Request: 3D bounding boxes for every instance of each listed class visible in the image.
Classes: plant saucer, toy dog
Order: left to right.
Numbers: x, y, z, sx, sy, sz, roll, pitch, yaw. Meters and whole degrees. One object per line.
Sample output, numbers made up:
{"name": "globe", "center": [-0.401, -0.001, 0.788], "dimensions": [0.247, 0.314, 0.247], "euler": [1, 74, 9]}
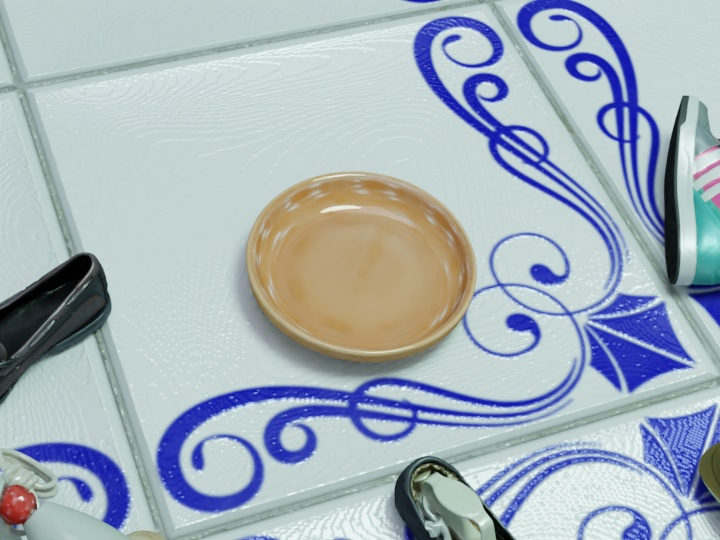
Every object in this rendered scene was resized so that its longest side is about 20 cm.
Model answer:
{"name": "toy dog", "center": [-0.218, 0.207, 0.958], "dimensions": [0.198, 0.132, 0.097], "euler": [26, 90, 19]}
{"name": "plant saucer", "center": [0.000, 0.000, 1.189], "dimensions": [0.197, 0.038, 0.202], "euler": [4, 50, -4]}

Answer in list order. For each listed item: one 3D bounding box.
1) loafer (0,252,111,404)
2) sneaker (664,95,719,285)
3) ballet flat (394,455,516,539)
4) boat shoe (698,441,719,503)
{"name": "loafer", "center": [-0.281, 0.051, 1.092], "dimensions": [0.072, 0.063, 0.199], "euler": [38, 56, 22]}
{"name": "sneaker", "center": [0.341, -0.072, 1.260], "dimensions": [0.119, 0.084, 0.202], "euler": [6, 58, 4]}
{"name": "ballet flat", "center": [0.093, 0.212, 1.008], "dimensions": [0.072, 0.074, 0.200], "euler": [-26, 59, -26]}
{"name": "boat shoe", "center": [0.339, 0.201, 1.053], "dimensions": [0.073, 0.065, 0.200], "euler": [-35, 44, -18]}
